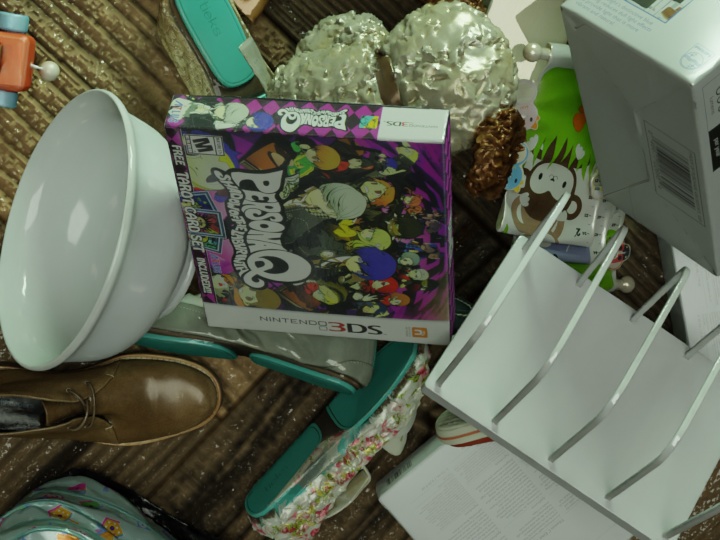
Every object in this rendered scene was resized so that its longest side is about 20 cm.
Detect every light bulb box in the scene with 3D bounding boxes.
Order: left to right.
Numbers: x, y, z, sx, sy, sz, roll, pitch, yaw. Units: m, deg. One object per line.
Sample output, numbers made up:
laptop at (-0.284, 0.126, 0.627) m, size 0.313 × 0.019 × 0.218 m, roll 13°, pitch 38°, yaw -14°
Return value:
light bulb box at (0.261, -0.142, 0.994) m, size 0.200 × 0.125 × 0.199 m, roll -39°, pitch 141°, yaw -12°

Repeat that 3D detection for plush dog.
plush dog at (0.026, -0.119, 1.001) m, size 0.171 × 0.160 × 0.201 m, roll -22°, pitch 73°, yaw 22°

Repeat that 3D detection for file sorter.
file sorter at (0.169, 0.063, 0.968) m, size 0.200 × 0.125 × 0.139 m, roll 34°, pitch 65°, yaw 4°

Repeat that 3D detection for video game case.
video game case at (-0.028, -0.030, 0.984) m, size 0.180 × 0.036 × 0.200 m, roll 4°, pitch 138°, yaw 8°

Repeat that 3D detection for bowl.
bowl at (-0.176, -0.020, 1.044) m, size 0.090 × 0.201 × 0.202 m, roll 16°, pitch 98°, yaw -35°

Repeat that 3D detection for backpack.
backpack at (-0.189, 0.244, 1.093) m, size 0.200 × 0.127 × 0.167 m, roll 42°, pitch 97°, yaw -4°

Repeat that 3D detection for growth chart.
growth chart at (0.156, -0.070, 1.073) m, size 0.144 × 0.018 × 0.201 m, roll -8°, pitch 114°, yaw -30°

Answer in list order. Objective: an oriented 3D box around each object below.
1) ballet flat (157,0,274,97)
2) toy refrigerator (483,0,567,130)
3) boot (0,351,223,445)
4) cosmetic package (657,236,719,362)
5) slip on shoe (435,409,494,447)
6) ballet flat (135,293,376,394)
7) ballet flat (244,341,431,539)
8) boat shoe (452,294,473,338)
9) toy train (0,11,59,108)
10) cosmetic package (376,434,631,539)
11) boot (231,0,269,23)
ballet flat at (-0.091, -0.124, 1.077) m, size 0.070 × 0.065 × 0.201 m, roll -25°, pitch 94°, yaw -24°
toy refrigerator at (0.124, -0.209, 1.070) m, size 0.070 × 0.076 × 0.201 m, roll 19°, pitch 97°, yaw -5°
boot at (-0.203, 0.104, 1.096) m, size 0.199 × 0.075 × 0.074 m, roll -2°, pitch 98°, yaw -3°
cosmetic package at (0.314, 0.016, 1.123) m, size 0.150 × 0.052 × 0.201 m, roll -11°, pitch 98°, yaw 1°
slip on shoe at (0.153, 0.115, 1.056) m, size 0.199 × 0.074 × 0.061 m, roll -3°, pitch 100°, yaw -7°
ballet flat at (-0.084, 0.043, 1.099) m, size 0.199 × 0.067 × 0.064 m, roll 12°, pitch 77°, yaw 7°
ballet flat at (-0.006, 0.133, 1.121) m, size 0.064 × 0.076 × 0.200 m, roll 39°, pitch 102°, yaw -28°
boat shoe at (0.000, 0.000, 1.093) m, size 0.199 × 0.076 × 0.061 m, roll 18°, pitch 102°, yaw -6°
toy train at (-0.311, -0.098, 1.068) m, size 0.150 × 0.056 × 0.201 m, roll 14°, pitch 97°, yaw 1°
cosmetic package at (0.135, 0.162, 1.126) m, size 0.200 × 0.052 × 0.151 m, roll -40°, pitch 95°, yaw 2°
boot at (-0.023, -0.263, 1.059) m, size 0.188 × 0.068 × 0.200 m, roll 39°, pitch 95°, yaw -8°
